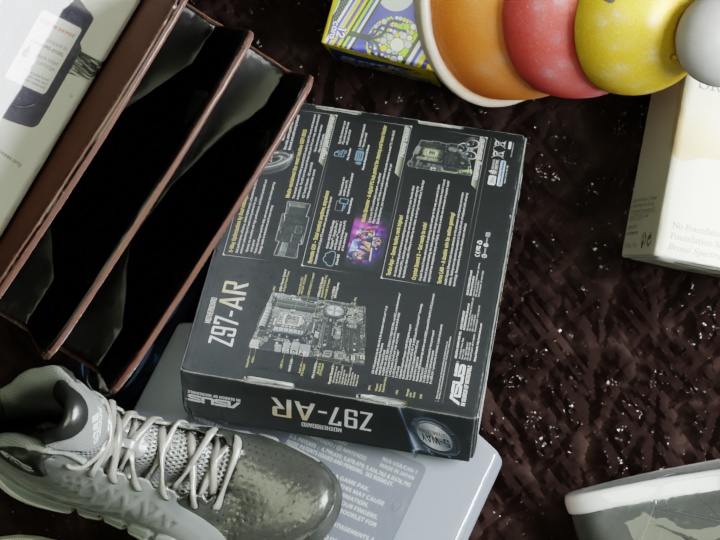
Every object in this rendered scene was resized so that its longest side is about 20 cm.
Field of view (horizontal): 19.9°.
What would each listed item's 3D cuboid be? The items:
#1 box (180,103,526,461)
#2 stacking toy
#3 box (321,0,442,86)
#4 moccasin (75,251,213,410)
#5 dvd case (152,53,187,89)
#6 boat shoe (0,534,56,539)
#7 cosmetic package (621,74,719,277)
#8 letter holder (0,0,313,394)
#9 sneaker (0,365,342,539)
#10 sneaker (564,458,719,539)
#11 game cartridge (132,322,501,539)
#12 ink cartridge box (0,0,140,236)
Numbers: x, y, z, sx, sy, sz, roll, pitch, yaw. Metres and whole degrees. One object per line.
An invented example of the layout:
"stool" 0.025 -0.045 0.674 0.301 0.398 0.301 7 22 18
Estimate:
"box" 0.000 0.000 1.134 0.160 0.044 0.200 8 52 5
"stacking toy" 0.140 -0.142 1.093 0.200 0.146 0.146 21 89 44
"box" 0.038 -0.214 1.184 0.070 0.064 0.200 15 88 5
"moccasin" -0.113 -0.013 1.184 0.080 0.068 0.200 11 89 -1
"dvd case" -0.202 -0.077 1.189 0.146 0.022 0.200 39 92 34
"boat shoe" -0.183 0.191 1.185 0.200 0.068 0.072 -2 89 7
"cosmetic package" 0.219 -0.095 1.149 0.105 0.071 0.200 9 89 -8
"letter holder" -0.115 -0.042 1.073 0.100 0.142 0.200 33 89 -16
"sneaker" -0.113 0.098 1.057 0.200 0.116 0.075 8 69 12
"sneaker" 0.221 0.155 1.151 0.200 0.071 0.099 -12 88 10
"game cartridge" -0.031 0.108 1.122 0.200 0.040 0.134 22 76 17
"ink cartridge box" -0.205 -0.115 1.105 0.084 0.145 0.200 35 78 -28
